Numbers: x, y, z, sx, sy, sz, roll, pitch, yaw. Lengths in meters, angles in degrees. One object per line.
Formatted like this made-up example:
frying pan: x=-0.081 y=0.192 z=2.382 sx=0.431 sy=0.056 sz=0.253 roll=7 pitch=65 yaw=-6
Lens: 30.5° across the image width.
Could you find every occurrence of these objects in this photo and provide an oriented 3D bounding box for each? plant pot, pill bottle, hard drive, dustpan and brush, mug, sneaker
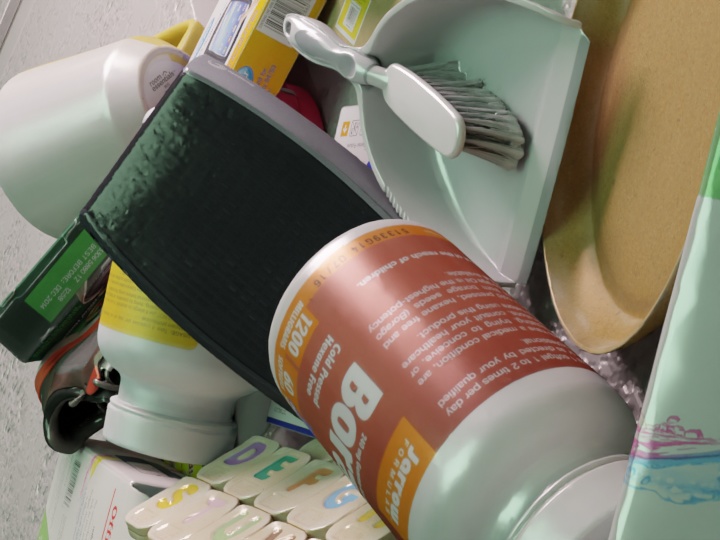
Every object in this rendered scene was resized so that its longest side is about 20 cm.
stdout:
plant pot: x=0.121 y=-0.064 z=0.557 sx=0.200 sy=0.027 sz=0.203 roll=-172 pitch=90 yaw=-81
pill bottle: x=-0.097 y=0.009 z=0.803 sx=0.112 sy=0.111 sz=0.203 roll=13 pitch=91 yaw=60
hard drive: x=-0.050 y=-0.013 z=0.715 sx=0.135 sy=0.199 sz=0.042 roll=-52 pitch=-10 yaw=5
pill bottle: x=0.049 y=0.070 z=0.578 sx=0.200 sy=0.111 sz=0.113 roll=45 pitch=117 yaw=46
dustpan and brush: x=0.023 y=-0.094 z=0.680 sx=0.200 sy=0.057 sz=0.141 roll=46 pitch=132 yaw=49
mug: x=-0.196 y=-0.133 z=1.071 sx=0.152 sy=0.149 sz=0.189 roll=-18 pitch=66 yaw=39
sneaker: x=-0.153 y=0.055 z=0.900 sx=0.200 sy=0.077 sz=0.082 roll=-48 pitch=31 yaw=27

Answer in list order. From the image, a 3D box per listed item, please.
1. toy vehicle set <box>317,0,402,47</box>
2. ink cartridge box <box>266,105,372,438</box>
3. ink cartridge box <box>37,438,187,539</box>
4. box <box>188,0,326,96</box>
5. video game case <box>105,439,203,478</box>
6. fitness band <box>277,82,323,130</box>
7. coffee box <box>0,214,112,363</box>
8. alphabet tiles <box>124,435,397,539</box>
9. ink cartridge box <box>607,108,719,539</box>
toy vehicle set: x=0.016 y=-0.184 z=0.804 sx=0.200 sy=0.026 sz=0.125 roll=-118 pitch=48 yaw=-64
ink cartridge box: x=0.000 y=0.000 z=0.777 sx=0.094 sy=0.037 sz=0.202 roll=5 pitch=78 yaw=60
ink cartridge box: x=-0.158 y=0.190 z=0.892 sx=0.199 sy=0.067 sz=0.119 roll=11 pitch=86 yaw=62
box: x=-0.079 y=-0.173 z=0.946 sx=0.120 sy=0.041 sz=0.200 roll=-61 pitch=22 yaw=15
video game case: x=-0.147 y=0.131 z=0.994 sx=0.181 sy=0.025 sz=0.202 roll=-45 pitch=41 yaw=43
fitness band: x=-0.072 y=-0.041 z=0.924 sx=0.144 sy=0.037 sz=0.202 roll=-47 pitch=39 yaw=41
coffee box: x=-0.210 y=0.010 z=1.006 sx=0.123 sy=0.044 sz=0.200 roll=-49 pitch=0 yaw=-4
alphabet tiles: x=-0.049 y=0.128 z=0.685 sx=0.199 sy=0.194 sz=0.015 roll=5 pitch=119 yaw=60
ink cartridge box: x=0.136 y=0.047 z=0.405 sx=0.087 sy=0.145 sz=0.203 roll=13 pitch=91 yaw=21
